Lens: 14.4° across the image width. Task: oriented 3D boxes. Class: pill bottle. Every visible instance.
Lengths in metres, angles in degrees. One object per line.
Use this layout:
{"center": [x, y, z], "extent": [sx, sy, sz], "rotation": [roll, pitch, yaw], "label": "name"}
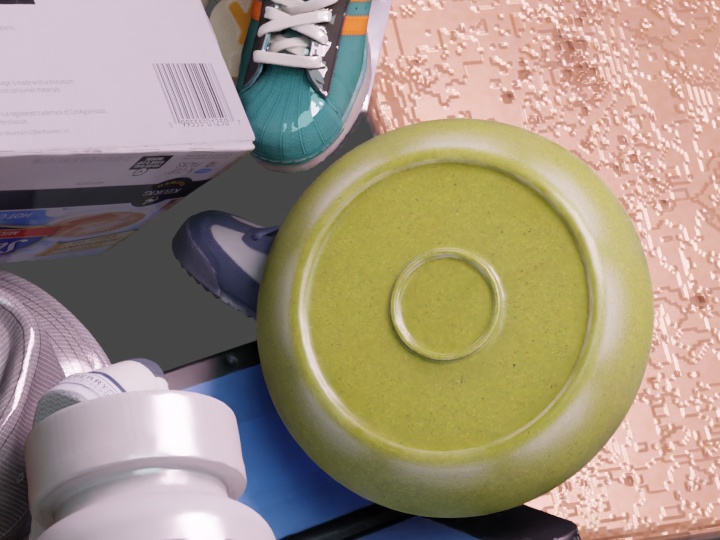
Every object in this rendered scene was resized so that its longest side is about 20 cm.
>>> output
{"center": [-0.080, 0.158, 1.154], "extent": [0.109, 0.110, 0.201], "rotation": [-1, 65, -20], "label": "pill bottle"}

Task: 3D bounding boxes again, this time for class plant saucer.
{"center": [0.044, 0.019, 1.396], "extent": [0.199, 0.031, 0.201], "rotation": [-2, 78, 9], "label": "plant saucer"}

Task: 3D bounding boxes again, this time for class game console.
{"center": [-0.020, 0.106, 1.421], "extent": [0.199, 0.176, 0.117], "rotation": [-19, 104, -24], "label": "game console"}

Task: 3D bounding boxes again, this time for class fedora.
{"center": [-0.207, 0.070, 1.364], "extent": [0.200, 0.090, 0.177], "rotation": [-37, 78, -20], "label": "fedora"}

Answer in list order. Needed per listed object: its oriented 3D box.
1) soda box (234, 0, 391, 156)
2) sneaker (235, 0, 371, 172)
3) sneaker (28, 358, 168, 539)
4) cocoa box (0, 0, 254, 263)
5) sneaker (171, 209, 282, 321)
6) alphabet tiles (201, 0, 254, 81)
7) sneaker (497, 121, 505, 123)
{"center": [-0.016, -0.170, 1.559], "extent": [0.068, 0.064, 0.201], "rotation": [18, 65, -11], "label": "soda box"}
{"center": [-0.025, -0.151, 1.440], "extent": [0.071, 0.080, 0.201], "rotation": [8, 68, 16], "label": "sneaker"}
{"center": [-0.119, 0.135, 1.348], "extent": [0.073, 0.201, 0.071], "rotation": [27, 30, 28], "label": "sneaker"}
{"center": [-0.179, -0.086, 1.392], "extent": [0.199, 0.131, 0.134], "rotation": [-5, 68, -49], "label": "cocoa box"}
{"center": [0.000, 0.000, 1.459], "extent": [0.199, 0.082, 0.070], "rotation": [25, 25, 13], "label": "sneaker"}
{"center": [-0.064, -0.185, 1.520], "extent": [0.199, 0.015, 0.197], "rotation": [-11, 63, 8], "label": "alphabet tiles"}
{"center": [0.087, 0.012, 1.513], "extent": [0.075, 0.078, 0.201], "rotation": [-1, 70, -20], "label": "sneaker"}
